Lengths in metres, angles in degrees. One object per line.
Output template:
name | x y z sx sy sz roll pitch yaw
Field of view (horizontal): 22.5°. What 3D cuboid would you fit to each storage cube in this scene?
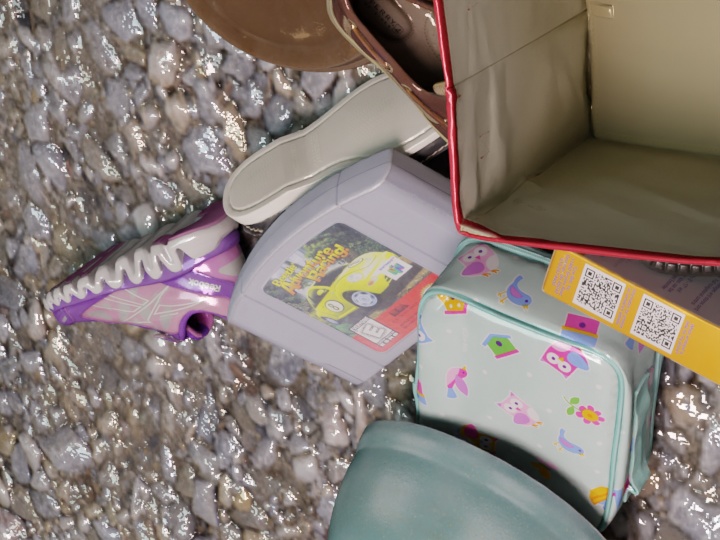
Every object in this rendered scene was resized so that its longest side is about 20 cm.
storage cube | 0.162 -0.118 0.982 0.199 0.180 0.172 6 114 30

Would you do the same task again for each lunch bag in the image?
lunch bag | 0.118 0.078 1.181 0.160 0.077 0.201 19 141 19

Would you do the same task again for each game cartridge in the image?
game cartridge | 0.000 0.000 1.234 0.133 0.041 0.200 30 134 -20

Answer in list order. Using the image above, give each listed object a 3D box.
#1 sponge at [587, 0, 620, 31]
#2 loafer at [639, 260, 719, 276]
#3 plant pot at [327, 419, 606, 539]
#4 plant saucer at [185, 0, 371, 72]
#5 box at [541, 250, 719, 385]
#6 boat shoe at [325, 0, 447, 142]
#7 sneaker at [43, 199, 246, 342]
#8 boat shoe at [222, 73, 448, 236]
sponge | 0.198 -0.170 1.067 0.200 0.030 0.112 46 129 7
loafer | 0.257 -0.034 1.058 0.199 0.071 0.073 7 117 6
plant pot | 0.055 0.212 1.219 0.200 0.135 0.201 28 159 12
plant saucer | -0.052 -0.208 1.181 0.199 0.030 0.201 17 136 17
box | 0.222 0.021 1.083 0.199 0.119 0.042 31 126 20
boat shoe | 0.063 -0.119 1.120 0.200 0.072 0.072 41 95 -11
sneaker | -0.156 0.019 1.371 0.199 0.081 0.089 -18 108 37
boat shoe | 0.000 -0.073 1.227 0.199 0.074 0.060 -28 137 24
